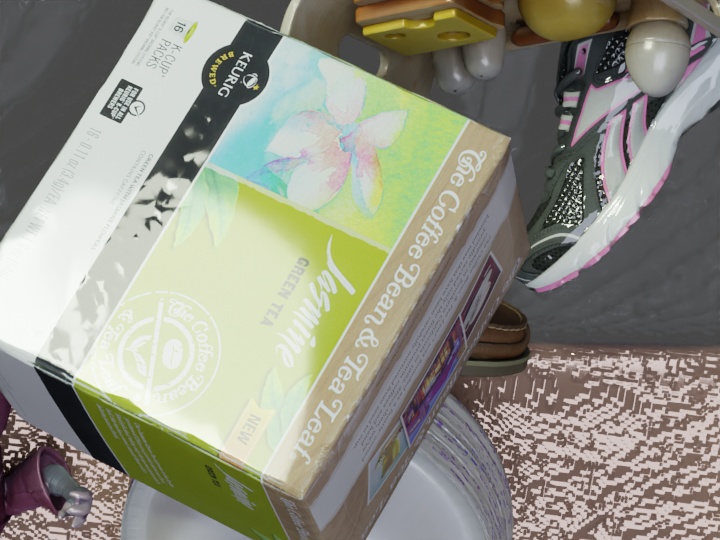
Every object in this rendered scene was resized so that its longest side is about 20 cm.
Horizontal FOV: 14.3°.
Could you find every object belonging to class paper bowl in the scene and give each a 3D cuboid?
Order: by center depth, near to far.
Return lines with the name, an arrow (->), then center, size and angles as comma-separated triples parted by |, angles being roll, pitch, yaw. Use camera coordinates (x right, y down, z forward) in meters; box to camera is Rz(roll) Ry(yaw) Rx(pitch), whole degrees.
paper bowl -> -0.026, 0.144, 1.472 | 0.200, 0.105, 0.201 | 6, 124, 10

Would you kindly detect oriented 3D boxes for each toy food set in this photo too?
toy food set -> 0.078, -0.112, 1.388 | 0.199, 0.143, 0.061 | -9, 75, 29

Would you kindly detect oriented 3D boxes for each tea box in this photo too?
tea box -> -0.051, 0.006, 1.365 | 0.196, 0.134, 0.201 | 25, 73, 17

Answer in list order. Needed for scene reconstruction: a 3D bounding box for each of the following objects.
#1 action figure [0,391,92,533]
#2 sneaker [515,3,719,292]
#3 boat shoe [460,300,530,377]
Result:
action figure -> -0.221, 0.098, 1.483 | 0.133, 0.149, 0.201 | -17, 132, -16
sneaker -> 0.130, -0.084, 1.481 | 0.086, 0.080, 0.200 | 37, 91, -1
boat shoe -> 0.000, 0.000, 1.484 | 0.199, 0.072, 0.068 | 16, 104, -9
